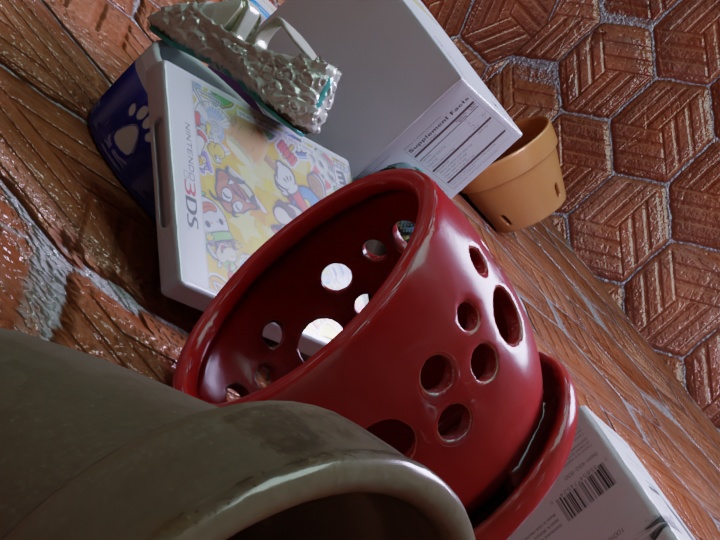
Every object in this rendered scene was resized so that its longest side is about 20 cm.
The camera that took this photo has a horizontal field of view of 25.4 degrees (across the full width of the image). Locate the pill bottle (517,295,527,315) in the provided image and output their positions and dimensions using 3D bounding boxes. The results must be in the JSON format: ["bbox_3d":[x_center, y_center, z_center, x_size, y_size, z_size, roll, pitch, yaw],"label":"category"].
[{"bbox_3d":[0.088,0.101,1.262,0.111,0.111,0.201,42,24,-26],"label":"pill bottle"}]

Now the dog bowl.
[{"bbox_3d":[-0.118,-0.083,1.263,0.200,0.079,0.200,45,11,-11],"label":"dog bowl"}]

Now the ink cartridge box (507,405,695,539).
[{"bbox_3d":[0.163,0.219,1.102,0.083,0.147,0.200,39,14,-44],"label":"ink cartridge box"}]

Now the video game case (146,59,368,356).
[{"bbox_3d":[-0.068,-0.035,1.131,0.199,0.023,0.183,26,46,-44],"label":"video game case"}]

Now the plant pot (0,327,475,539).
[{"bbox_3d":[-0.090,0.103,0.491,0.174,0.201,0.200,34,1,37],"label":"plant pot"}]

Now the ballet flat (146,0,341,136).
[{"bbox_3d":[-0.083,-0.168,1.217,0.200,0.072,0.072,37,3,36],"label":"ballet flat"}]

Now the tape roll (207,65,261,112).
[{"bbox_3d":[-0.080,-0.116,1.514,0.200,0.085,0.200,46,11,-12],"label":"tape roll"}]

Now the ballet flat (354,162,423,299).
[{"bbox_3d":[0.000,0.000,1.284,0.074,0.201,0.074,9,35,-6],"label":"ballet flat"}]

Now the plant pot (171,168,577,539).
[{"bbox_3d":[0.019,0.070,0.944,0.183,0.200,0.201,47,10,-20],"label":"plant pot"}]

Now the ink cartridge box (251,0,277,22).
[{"bbox_3d":[-0.120,-0.292,2.018,0.116,0.067,0.200,45,11,-15],"label":"ink cartridge box"}]

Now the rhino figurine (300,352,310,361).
[{"bbox_3d":[-0.031,0.040,1.206,0.200,0.060,0.088,37,29,-39],"label":"rhino figurine"}]

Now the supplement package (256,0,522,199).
[{"bbox_3d":[0.009,-0.149,1.347,0.111,0.156,0.200,31,21,-52],"label":"supplement package"}]

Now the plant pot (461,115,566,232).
[{"bbox_3d":[0.267,-0.159,2.778,0.141,0.199,0.200,62,6,-17],"label":"plant pot"}]
